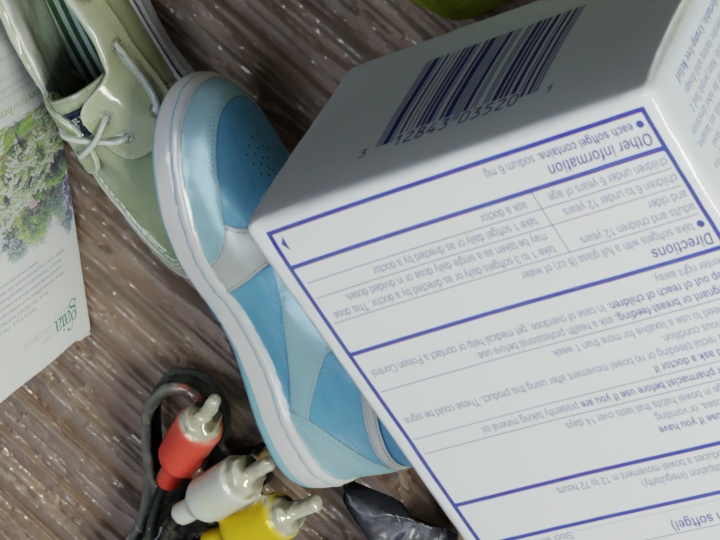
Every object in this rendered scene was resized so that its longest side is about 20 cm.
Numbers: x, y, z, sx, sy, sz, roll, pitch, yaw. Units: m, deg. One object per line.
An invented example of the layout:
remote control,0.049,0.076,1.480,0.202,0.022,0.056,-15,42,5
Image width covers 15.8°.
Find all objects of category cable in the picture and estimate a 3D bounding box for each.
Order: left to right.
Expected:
cable,-0.097,0.121,1.233,0.097,0.050,0.200,48,129,3

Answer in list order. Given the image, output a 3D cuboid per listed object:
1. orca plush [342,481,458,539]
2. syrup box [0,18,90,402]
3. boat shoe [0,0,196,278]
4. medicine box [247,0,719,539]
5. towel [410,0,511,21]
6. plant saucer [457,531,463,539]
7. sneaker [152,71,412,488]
orca plush,-0.033,0.173,1.210,0.071,0.105,0.201,55,137,44
syrup box,-0.187,-0.047,1.183,0.081,0.079,0.201,10,120,28
boat shoe,-0.113,-0.079,1.128,0.072,0.062,0.201,-17,105,38
medicine box,0.094,0.007,0.955,0.182,0.103,0.200,-17,118,37
towel,0.087,-0.138,0.962,0.199,0.086,0.018,-21,61,39
plant saucer,0.134,0.135,1.106,0.199,0.029,0.201,16,123,26
sneaker,0.000,0.000,1.090,0.130,0.080,0.201,-5,121,37
